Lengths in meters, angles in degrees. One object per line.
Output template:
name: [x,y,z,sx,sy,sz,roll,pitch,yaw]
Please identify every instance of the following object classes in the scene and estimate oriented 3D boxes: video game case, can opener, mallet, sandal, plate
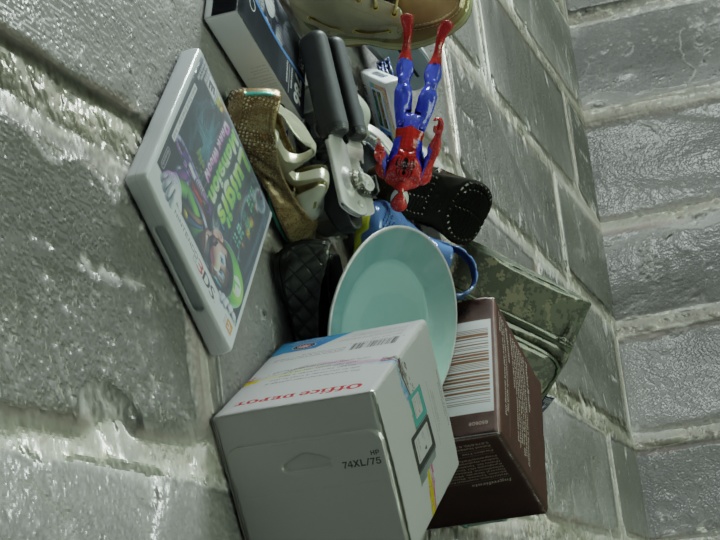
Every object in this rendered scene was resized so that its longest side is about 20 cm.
video game case: [0.047,-0.132,1.814,0.182,0.023,0.202,-131,-155,-75]
video game case: [-0.130,-0.061,1.312,0.201,0.023,0.183,-78,152,-52]
can opener: [-0.028,-0.138,1.522,0.052,0.066,0.202,11,63,-49]
mallet: [0.000,0.000,1.606,0.200,0.041,0.067,-25,105,-60]
sandal: [0.058,-0.018,1.595,0.200,0.086,0.080,34,62,-57]
plate: [0.027,0.056,1.516,0.199,0.025,0.202,-6,97,-49]

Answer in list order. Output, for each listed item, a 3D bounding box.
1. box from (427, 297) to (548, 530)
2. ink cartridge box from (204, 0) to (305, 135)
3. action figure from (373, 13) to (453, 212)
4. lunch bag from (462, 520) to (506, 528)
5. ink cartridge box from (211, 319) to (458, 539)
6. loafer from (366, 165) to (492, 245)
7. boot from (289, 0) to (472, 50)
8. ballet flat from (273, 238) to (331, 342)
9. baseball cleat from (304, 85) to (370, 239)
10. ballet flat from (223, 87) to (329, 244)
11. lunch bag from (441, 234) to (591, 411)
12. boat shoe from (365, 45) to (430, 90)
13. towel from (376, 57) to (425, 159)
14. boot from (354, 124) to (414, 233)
box: [0.097,0.159,1.667,0.200,0.163,0.167,57,27,-51]
ink cartridge box: [-0.092,-0.215,1.509,0.200,0.039,0.100,59,25,-50]
action figure: [0.052,-0.161,1.533,0.099,0.065,0.202,100,-1,-80]
lunch bag: [0.138,0.213,1.918,0.201,0.076,0.161,-77,152,-53]
ink cartridge box: [-0.015,0.149,1.343,0.200,0.145,0.147,-45,123,-69]
loafer: [0.076,-0.085,1.683,0.199,0.071,0.073,23,98,-55]
boot: [0.004,-0.294,1.598,0.155,0.198,0.073,46,49,-59]
ballet flat: [-0.032,0.066,1.491,0.067,0.056,0.202,-60,137,-64]
baseball cleat: [-0.039,-0.126,1.602,0.107,0.069,0.201,48,30,-34]
ballet flat: [-0.066,-0.094,1.467,0.201,0.065,0.071,61,23,-46]
lunch bag: [0.150,0.069,1.816,0.199,0.169,0.139,25,3,-25]
boat shoe: [0.018,-0.304,1.895,0.201,0.073,0.067,59,-5,-37]
towel: [0.067,-0.144,1.887,0.145,0.024,0.201,72,-1,-65]
boot: [0.020,-0.058,1.711,0.091,0.072,0.201,-70,143,-55]
